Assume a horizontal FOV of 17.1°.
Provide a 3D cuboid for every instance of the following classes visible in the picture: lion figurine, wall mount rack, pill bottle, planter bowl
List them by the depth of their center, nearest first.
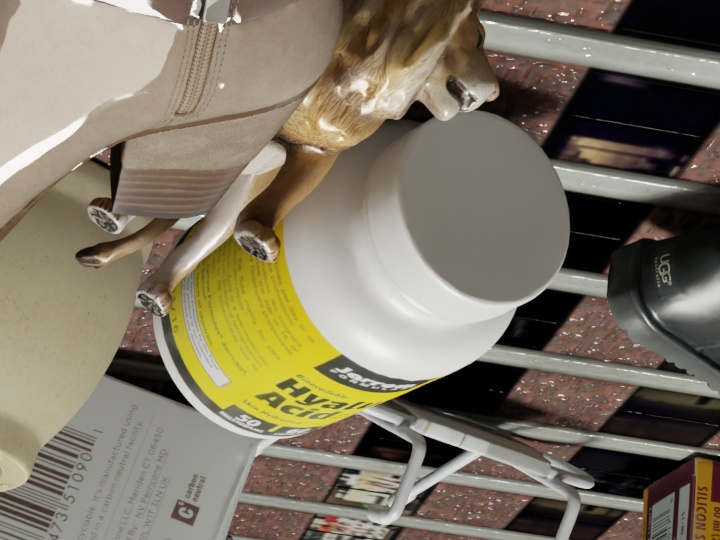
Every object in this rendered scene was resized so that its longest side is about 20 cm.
[{"bbox_3d":[-0.035,-0.056,0.901,0.072,0.123,0.200,45,153,-19],"label":"lion figurine"},{"bbox_3d":[0.000,0.000,1.019,0.111,0.111,0.200,17,157,-25],"label":"pill bottle"},{"bbox_3d":[-0.203,0.026,1.120,0.200,0.135,0.200,5,159,2],"label":"planter bowl"},{"bbox_3d":[0.028,0.113,1.375,0.200,0.075,0.174,21,-179,-32],"label":"wall mount rack"}]

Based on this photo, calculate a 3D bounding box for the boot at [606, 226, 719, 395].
[{"bbox_3d":[0.234,0.004,1.041,0.200,0.066,0.165,-21,154,38],"label":"boot"}]

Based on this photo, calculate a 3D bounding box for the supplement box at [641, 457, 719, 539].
[{"bbox_3d":[0.274,0.190,1.442,0.200,0.111,0.086,11,159,-13],"label":"supplement box"}]

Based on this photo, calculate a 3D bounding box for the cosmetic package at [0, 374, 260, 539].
[{"bbox_3d":[-0.168,0.164,1.393,0.165,0.165,0.200,21,160,0],"label":"cosmetic package"}]

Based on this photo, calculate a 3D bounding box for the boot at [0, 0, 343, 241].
[{"bbox_3d":[-0.104,-0.073,0.741,0.200,0.070,0.146,-5,142,-20],"label":"boot"}]

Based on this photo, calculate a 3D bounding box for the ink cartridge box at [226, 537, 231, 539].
[{"bbox_3d":[-0.194,0.283,1.735,0.200,0.145,0.147,4,136,8],"label":"ink cartridge box"}]
